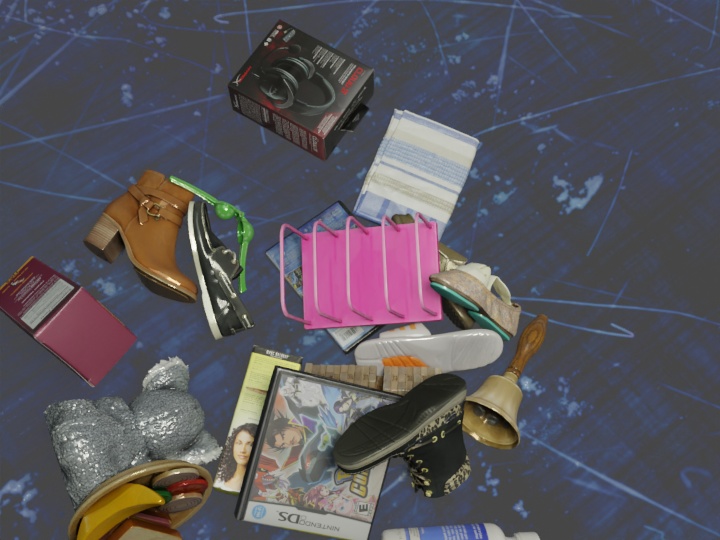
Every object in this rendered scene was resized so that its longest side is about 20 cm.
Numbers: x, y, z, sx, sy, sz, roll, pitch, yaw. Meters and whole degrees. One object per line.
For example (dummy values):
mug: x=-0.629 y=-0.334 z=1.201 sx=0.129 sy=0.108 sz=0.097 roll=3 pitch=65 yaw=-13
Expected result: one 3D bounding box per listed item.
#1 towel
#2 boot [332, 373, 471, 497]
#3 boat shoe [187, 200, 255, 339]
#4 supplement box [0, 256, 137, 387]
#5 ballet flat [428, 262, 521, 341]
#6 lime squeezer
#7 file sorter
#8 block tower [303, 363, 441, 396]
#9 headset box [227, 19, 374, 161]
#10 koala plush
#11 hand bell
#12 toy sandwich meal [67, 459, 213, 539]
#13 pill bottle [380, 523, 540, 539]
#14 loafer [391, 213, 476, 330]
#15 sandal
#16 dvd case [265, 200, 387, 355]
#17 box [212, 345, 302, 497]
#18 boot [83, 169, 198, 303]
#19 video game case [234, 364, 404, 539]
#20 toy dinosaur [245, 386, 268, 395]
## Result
towel: x=0.087 y=-0.145 z=1.352 sx=0.146 sy=0.024 sz=0.201 roll=21 pitch=72 yaw=5
boot: x=0.064 y=0.240 z=1.116 sx=0.203 sy=0.154 sz=0.073 roll=-28 pitch=33 yaw=-29
boat shoe: x=-0.202 y=-0.005 z=1.248 sx=0.067 sy=0.072 sz=0.201 roll=-15 pitch=92 yaw=-2
supplement box: x=-0.398 y=0.064 z=1.160 sx=0.086 sy=0.110 sz=0.200 roll=-50 pitch=37 yaw=-17
ballet flat: x=0.160 y=0.030 z=1.186 sx=0.068 sy=0.200 sz=0.067 roll=20 pitch=78 yaw=41
lime squeezer: x=-0.204 y=-0.068 z=1.298 sx=0.071 sy=0.038 sz=0.200 roll=-33 pitch=93 yaw=-11
file sorter: x=0.000 y=0.000 z=1.188 sx=0.199 sy=0.125 sz=0.140 roll=-5 pitch=80 yaw=14
block tower: x=0.021 y=0.167 z=1.198 sx=0.199 sy=0.058 sz=0.054 roll=3 pitch=31 yaw=2
headset box: x=-0.083 y=-0.279 z=1.371 sx=0.200 sy=0.077 sz=0.149 roll=31 pitch=71 yaw=12
koala plush: x=-0.293 y=0.216 z=1.138 sx=0.199 sy=0.184 sz=0.178 roll=-18 pitch=70 yaw=-20
hand bell: x=0.216 y=0.140 z=1.225 sx=0.104 sy=0.104 sz=0.200 roll=30 pitch=58 yaw=10
toy sandwich meal: x=-0.269 y=0.315 z=1.079 sx=0.205 sy=0.205 sz=0.070 roll=-26 pitch=55 yaw=-11
pill bottle: x=0.128 y=0.379 z=1.102 sx=0.199 sy=0.112 sz=0.113 roll=-4 pitch=69 yaw=-2
loafer: x=0.116 y=-0.006 z=1.275 sx=0.067 sy=0.076 sz=0.200 roll=-34 pitch=83 yaw=-14
sandal: x=0.096 y=0.110 z=1.228 sx=0.206 sy=0.079 sz=0.059 roll=-7 pitch=29 yaw=6
dvd case: x=-0.026 y=0.007 z=1.293 sx=0.142 sy=0.018 sz=0.200 roll=-36 pitch=73 yaw=-14
box: x=-0.138 y=0.209 z=1.195 sx=0.075 sy=0.050 sz=0.201 roll=13 pitch=68 yaw=1
boot: x=-0.288 y=-0.052 z=1.290 sx=0.200 sy=0.077 sz=0.155 roll=28 pitch=67 yaw=17
video game case: x=-0.050 y=0.240 z=1.129 sx=0.180 sy=0.025 sz=0.201 roll=15 pitch=90 yaw=-16
toy dinosaur: x=-0.060 y=0.224 z=1.159 sx=0.106 sy=0.060 sz=0.201 roll=-23 pitch=91 yaw=-31
